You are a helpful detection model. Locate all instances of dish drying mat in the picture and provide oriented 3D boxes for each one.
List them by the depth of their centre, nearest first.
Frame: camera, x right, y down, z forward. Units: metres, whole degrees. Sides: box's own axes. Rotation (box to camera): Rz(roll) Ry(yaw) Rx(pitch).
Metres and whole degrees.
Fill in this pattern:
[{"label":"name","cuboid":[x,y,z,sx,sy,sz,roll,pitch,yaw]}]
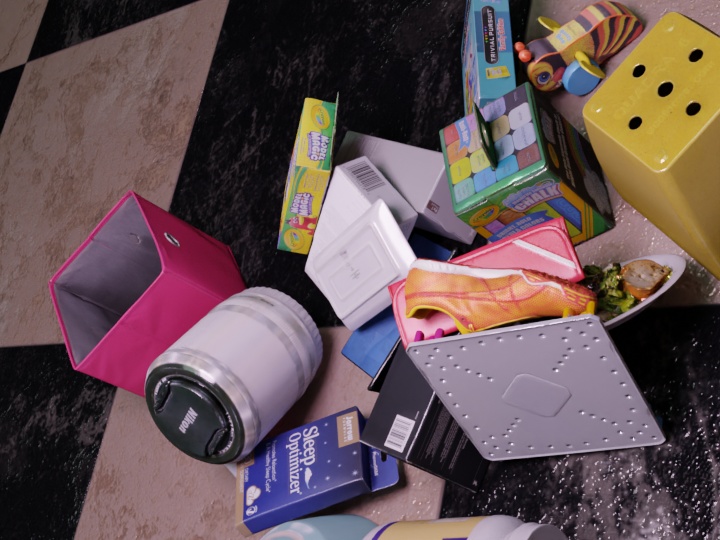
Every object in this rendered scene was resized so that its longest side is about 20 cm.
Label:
[{"label":"dish drying mat","cuboid":[0.126,0.012,1.153,0.200,0.018,0.077,-22,66,14]}]

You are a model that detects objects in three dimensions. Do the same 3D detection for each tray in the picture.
[{"label":"tray","cuboid":[0.000,0.000,1.348,0.108,0.022,0.200,62,146,8]}]

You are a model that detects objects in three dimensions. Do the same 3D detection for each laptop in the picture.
[{"label":"laptop","cuboid":[0.042,0.042,1.342,0.116,0.200,0.187,32,91,18]}]

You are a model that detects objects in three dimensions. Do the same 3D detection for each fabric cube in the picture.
[{"label":"fabric cube","cuboid":[-0.290,0.046,1.593,0.200,0.199,0.196,-46,43,14]}]

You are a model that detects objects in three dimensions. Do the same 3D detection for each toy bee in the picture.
[{"label":"toy bee","cuboid":[0.239,-0.251,1.337,0.131,0.109,0.200,32,90,46]}]

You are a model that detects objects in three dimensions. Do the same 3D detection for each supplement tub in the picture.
[{"label":"supplement tub","cuboid":[0.103,0.318,1.108,0.200,0.145,0.146,-14,58,38]}]

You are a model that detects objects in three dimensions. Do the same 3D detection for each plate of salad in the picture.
[{"label":"plate of salad","cuboid":[0.235,0.023,1.149,0.200,0.048,0.200,-28,10,5]}]

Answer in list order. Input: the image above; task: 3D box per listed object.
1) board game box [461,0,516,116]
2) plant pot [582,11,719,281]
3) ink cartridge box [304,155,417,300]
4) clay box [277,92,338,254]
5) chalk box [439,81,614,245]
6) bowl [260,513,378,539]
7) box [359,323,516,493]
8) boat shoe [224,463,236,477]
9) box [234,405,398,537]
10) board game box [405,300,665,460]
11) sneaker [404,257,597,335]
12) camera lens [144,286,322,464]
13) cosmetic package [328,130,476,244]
[{"label":"board game box","cuboid":[0.156,-0.244,1.383,0.047,0.151,0.200,0,60,0]},{"label":"plant pot","cuboid":[0.345,-0.139,1.122,0.200,0.176,0.200,-49,44,11]},{"label":"ink cartridge box","cuboid":[-0.004,-0.034,1.399,0.109,0.050,0.200,50,145,24]},{"label":"clay box","cuboid":[-0.066,-0.126,1.417,0.200,0.048,0.115,107,170,-53]},{"label":"chalk box","cuboid":[0.173,-0.112,1.249,0.124,0.200,0.125,-27,50,30]},{"label":"bowl","cuboid":[-0.062,0.365,1.267,0.201,0.105,0.201,-21,55,33]},{"label":"box","cuboid":[0.102,0.124,1.224,0.079,0.141,0.200,14,77,46]},{"label":"boat shoe","cuboid":[-0.157,0.227,1.465,0.066,0.070,0.200,-48,41,-8]},{"label":"box","cuboid":[-0.055,0.233,1.331,0.200,0.032,0.121,-21,36,11]},{"label":"board game box","cuboid":[0.176,0.115,1.109,0.200,0.200,0.026,-11,43,30]},{"label":"sneaker","cuboid":[0.138,0.032,1.103,0.200,0.073,0.077,4,88,32]},{"label":"camera lens","cuboid":[-0.157,0.131,1.394,0.160,0.160,0.200,-13,21,38]},{"label":"cosmetic package","cuboid":[0.061,-0.107,1.422,0.200,0.107,0.090,18,81,45]}]
